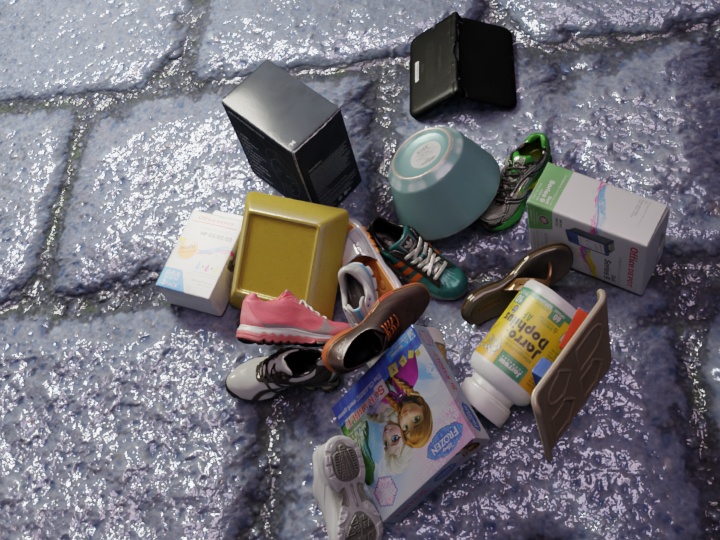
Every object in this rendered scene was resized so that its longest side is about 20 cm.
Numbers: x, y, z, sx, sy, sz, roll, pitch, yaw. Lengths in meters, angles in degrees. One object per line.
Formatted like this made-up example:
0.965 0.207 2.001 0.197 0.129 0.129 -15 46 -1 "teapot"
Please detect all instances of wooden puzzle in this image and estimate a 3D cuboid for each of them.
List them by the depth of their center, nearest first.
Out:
0.291 0.145 1.221 0.046 0.186 0.201 25 67 31 "wooden puzzle"

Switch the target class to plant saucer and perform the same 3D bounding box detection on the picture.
-0.130 -0.018 1.449 0.196 0.048 0.204 12 95 20 "plant saucer"

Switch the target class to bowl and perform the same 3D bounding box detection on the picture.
0.124 -0.163 1.456 0.198 0.105 0.203 -23 42 22 "bowl"

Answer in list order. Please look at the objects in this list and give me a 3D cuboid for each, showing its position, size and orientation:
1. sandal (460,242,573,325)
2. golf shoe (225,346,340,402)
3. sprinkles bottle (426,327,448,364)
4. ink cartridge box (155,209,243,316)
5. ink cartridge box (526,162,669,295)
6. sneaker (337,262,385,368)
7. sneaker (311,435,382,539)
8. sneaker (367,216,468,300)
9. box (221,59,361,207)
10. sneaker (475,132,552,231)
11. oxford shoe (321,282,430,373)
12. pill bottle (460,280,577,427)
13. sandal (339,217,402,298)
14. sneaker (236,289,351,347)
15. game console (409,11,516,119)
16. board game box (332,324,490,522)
0.250 0.032 1.356 0.197 0.082 0.055 -29 42 0 "sandal"
-0.130 0.154 1.378 0.196 0.095 0.079 -11 59 10 "golf shoe"
0.113 0.189 1.304 0.067 0.069 0.203 -15 61 5 "sprinkles bottle"
-0.263 -0.032 1.536 0.113 0.068 0.203 12 63 20 "ink cartridge box"
0.366 -0.064 1.349 0.197 0.146 0.088 23 67 25 "ink cartridge box"
0.009 0.082 1.359 0.074 0.087 0.203 -27 81 12 "sneaker"
-0.026 0.345 1.256 0.076 0.099 0.204 -2 76 -27 "sneaker"
0.089 -0.022 1.430 0.198 0.080 0.072 31 73 23 "sneaker"
-0.119 -0.228 1.539 0.124 0.198 0.199 -44 60 -14 "box"
0.254 -0.153 1.466 0.077 0.086 0.201 26 70 26 "sneaker"
0.037 0.090 1.295 0.199 0.072 0.072 -39 16 -17 "oxford shoe"
0.233 0.125 1.280 0.112 0.113 0.201 38 89 30 "pill bottle"
0.002 -0.006 1.439 0.058 0.080 0.208 -16 53 -31 "sandal"
-0.098 0.075 1.375 0.196 0.073 0.089 5 82 -25 "sneaker"
0.191 -0.377 1.655 0.174 0.116 0.203 -24 50 36 "game console"
0.065 0.221 1.256 0.200 0.041 0.201 -48 51 24 "board game box"
